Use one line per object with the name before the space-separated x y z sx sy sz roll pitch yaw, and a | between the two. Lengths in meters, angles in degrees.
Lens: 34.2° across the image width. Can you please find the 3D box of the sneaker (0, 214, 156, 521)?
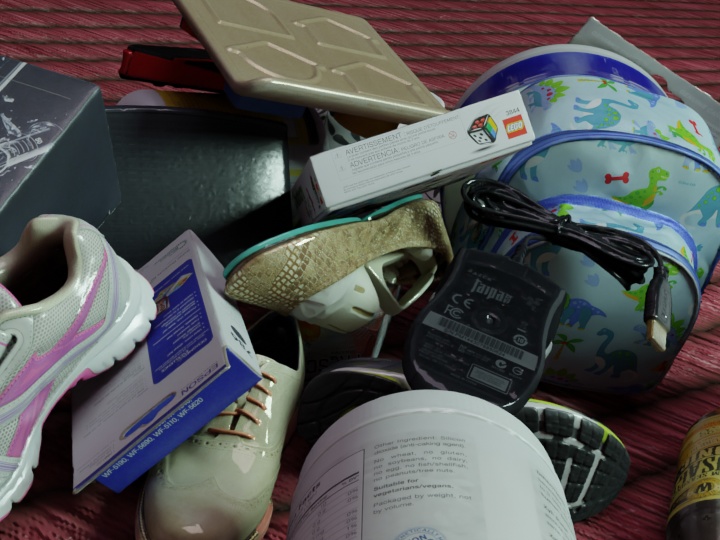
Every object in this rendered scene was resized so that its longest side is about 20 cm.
sneaker | -0.187 0.047 0.572 0.081 0.088 0.200 16 55 26

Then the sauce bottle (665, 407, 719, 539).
sauce bottle | 0.203 0.143 0.649 0.066 0.066 0.200 18 23 12

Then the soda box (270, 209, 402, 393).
soda box | -0.010 0.018 0.815 0.068 0.064 0.200 16 24 4

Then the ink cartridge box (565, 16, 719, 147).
ink cartridge box | 0.200 -0.117 1.003 0.161 0.200 0.050 30 43 -11

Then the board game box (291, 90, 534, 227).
board game box | 0.024 -0.065 0.747 0.126 0.035 0.200 -18 1 -7

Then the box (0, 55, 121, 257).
box | -0.275 -0.043 0.684 0.200 0.104 0.182 18 52 12

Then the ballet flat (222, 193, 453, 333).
ballet flat | 0.000 0.000 0.706 0.200 0.070 0.065 -22 79 -51

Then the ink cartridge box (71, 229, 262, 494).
ink cartridge box | -0.109 0.051 0.636 0.039 0.099 0.200 50 4 -24

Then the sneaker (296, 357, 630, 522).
sneaker | 0.063 0.089 0.691 0.200 0.074 0.081 18 16 -5

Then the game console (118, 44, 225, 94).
game console | -0.080 -0.158 0.975 0.177 0.031 0.200 21 19 40

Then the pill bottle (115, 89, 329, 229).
pill bottle | -0.132 -0.083 0.914 0.200 0.112 0.112 -1 28 -29

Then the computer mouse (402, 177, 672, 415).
computer mouse | 0.102 0.034 0.661 0.140 0.046 0.200 20 41 4

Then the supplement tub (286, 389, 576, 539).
supplement tub | 0.030 0.151 0.467 0.132 0.132 0.200 11 24 -3

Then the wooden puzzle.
wooden puzzle | -0.043 -0.149 0.855 0.185 0.046 0.200 5 30 -35

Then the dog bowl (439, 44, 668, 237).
dog bowl | 0.161 -0.071 0.927 0.200 0.200 0.079 12 27 -2

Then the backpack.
backpack | 0.161 -0.019 0.812 0.183 0.200 0.147 12 36 -5

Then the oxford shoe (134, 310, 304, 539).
oxford shoe | -0.072 0.084 0.629 0.071 0.074 0.200 14 25 0

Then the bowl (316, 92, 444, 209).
bowl | 0.027 -0.122 1.100 0.200 0.094 0.201 12 24 -5

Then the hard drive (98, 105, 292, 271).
hard drive | -0.141 -0.052 0.818 0.200 0.135 0.042 0 -6 -22
